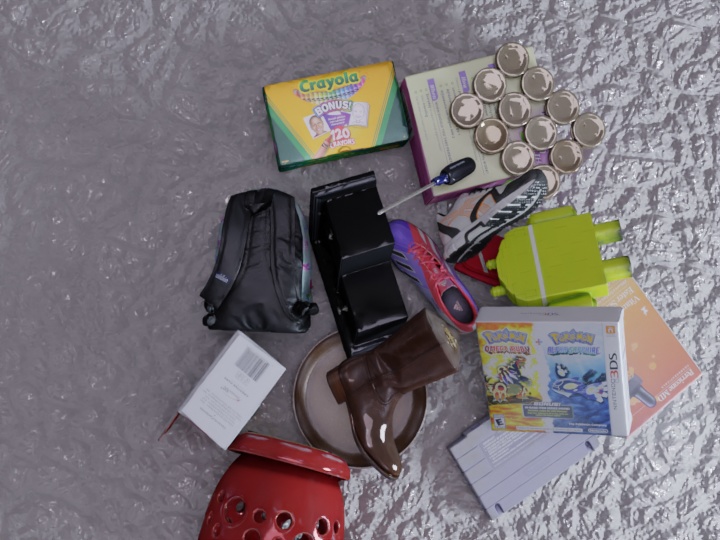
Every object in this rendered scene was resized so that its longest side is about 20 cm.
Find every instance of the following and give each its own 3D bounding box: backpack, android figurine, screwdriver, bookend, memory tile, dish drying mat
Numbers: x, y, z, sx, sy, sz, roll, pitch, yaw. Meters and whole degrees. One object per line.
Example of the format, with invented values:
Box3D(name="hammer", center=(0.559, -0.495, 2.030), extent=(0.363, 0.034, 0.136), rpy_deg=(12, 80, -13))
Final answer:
Box3D(name="backpack", center=(-0.141, -0.015, 1.520), extent=(0.163, 0.127, 0.204), rpy_deg=(2, 88, -6))
Box3D(name="android figurine", center=(0.275, -0.010, 1.508), extent=(0.196, 0.041, 0.185), rpy_deg=(-14, 56, 10))
Box3D(name="screwdriver", center=(0.087, -0.116, 1.456), extent=(0.198, 0.028, 0.029), rpy_deg=(-24, 80, -38))
Box3D(name="bookend", center=(0.000, 0.000, 1.478), extent=(0.091, 0.199, 0.203), rpy_deg=(-16, 77, -8))
Box3D(name="memory tile", center=(0.236, -0.211, 1.527), extent=(0.200, 0.017, 0.154), rpy_deg=(42, 84, -2))
Box3D(name="dish drying mat", center=(0.235, 0.000, 1.552), extent=(0.198, 0.018, 0.077), rpy_deg=(22, 69, 30))

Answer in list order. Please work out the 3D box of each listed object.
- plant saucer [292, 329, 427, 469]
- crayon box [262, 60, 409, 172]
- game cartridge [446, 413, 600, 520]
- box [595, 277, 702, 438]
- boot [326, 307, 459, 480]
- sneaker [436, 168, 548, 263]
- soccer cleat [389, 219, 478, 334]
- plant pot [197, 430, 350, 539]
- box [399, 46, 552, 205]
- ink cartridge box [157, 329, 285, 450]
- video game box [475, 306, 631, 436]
Box3D(name="plant saucer", center=(-0.001, 0.184, 1.564), extent=(0.196, 0.032, 0.205), rpy_deg=(1, 85, -6))
Box3D(name="crayon box", center=(-0.037, -0.226, 1.579), extent=(0.196, 0.058, 0.121), rpy_deg=(-12, 87, -6))
Box3D(name="game cartridge", center=(0.238, 0.256, 1.580), extent=(0.198, 0.038, 0.131), rpy_deg=(-32, 85, -6))
Box3D(name="box", center=(0.367, 0.116, 1.564), extent=(0.152, 0.106, 0.201), rpy_deg=(-38, 89, -7))
Box3D(name="boot", center=(0.072, 0.171, 1.481), extent=(0.198, 0.064, 0.188), rpy_deg=(-31, 92, 21))
Box3D(name="sneaker", center=(0.178, -0.092, 1.521), extent=(0.199, 0.073, 0.081), rpy_deg=(-37, 62, 35))
Box3D(name="soccer cleat", center=(0.107, 0.006, 1.566), extent=(0.068, 0.073, 0.201), rpy_deg=(-37, 89, -6))
Box3D(name="plant pot", center=(-0.110, 0.328, 1.465), extent=(0.197, 0.201, 0.186), rpy_deg=(16, 76, -3))
Box3D(name="box", center=(0.172, -0.210, 1.578), extent=(0.196, 0.097, 0.179), rpy_deg=(-14, 87, -5))
Box3D(name="ink cartridge box", center=(-0.187, 0.178, 1.463), extent=(0.083, 0.200, 0.177), rpy_deg=(38, 83, -2))
Box3D(name="video game box", center=(0.266, 0.138, 1.474), extent=(0.196, 0.047, 0.185), rpy_deg=(-1, 115, 22))
